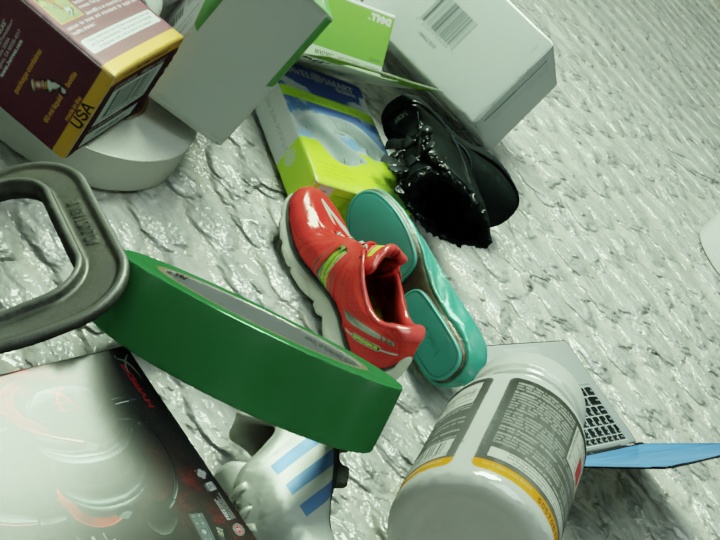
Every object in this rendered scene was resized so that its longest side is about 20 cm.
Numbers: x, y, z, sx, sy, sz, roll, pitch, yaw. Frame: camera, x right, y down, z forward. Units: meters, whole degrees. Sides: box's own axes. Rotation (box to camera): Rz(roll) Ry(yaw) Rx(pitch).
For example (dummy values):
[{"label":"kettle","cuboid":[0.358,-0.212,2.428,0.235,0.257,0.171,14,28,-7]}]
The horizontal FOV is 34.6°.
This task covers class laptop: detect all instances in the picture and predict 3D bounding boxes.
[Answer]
[{"label":"laptop","cuboid":[0.217,0.112,1.015,0.187,0.116,0.200,2,49,-48]}]

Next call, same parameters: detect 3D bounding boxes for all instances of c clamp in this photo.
[{"label":"c clamp","cuboid":[-0.226,0.001,0.683,0.171,0.027,0.200,-20,42,-9]}]

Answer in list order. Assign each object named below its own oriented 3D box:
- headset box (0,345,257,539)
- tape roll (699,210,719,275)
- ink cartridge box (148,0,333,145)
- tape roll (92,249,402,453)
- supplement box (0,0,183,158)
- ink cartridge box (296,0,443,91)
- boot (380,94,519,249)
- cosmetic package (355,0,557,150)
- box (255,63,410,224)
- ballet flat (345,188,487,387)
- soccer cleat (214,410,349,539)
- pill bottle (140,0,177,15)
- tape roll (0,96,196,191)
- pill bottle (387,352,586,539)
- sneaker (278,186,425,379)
[{"label":"headset box","cuboid":[-0.173,0.132,0.594,0.200,0.075,0.149,-11,57,-53]},{"label":"tape roll","cuboid":[0.572,-0.012,1.611,0.202,0.071,0.203,29,33,-21]},{"label":"ink cartridge box","cuboid":[-0.106,-0.219,0.981,0.084,0.145,0.200,36,22,-24]},{"label":"tape roll","cuboid":[-0.072,0.050,0.739,0.200,0.048,0.200,26,0,0]},{"label":"supplement box","cuboid":[-0.246,-0.190,0.839,0.200,0.086,0.110,40,31,-2]},{"label":"ink cartridge box","cuboid":[-0.025,-0.232,1.125,0.148,0.076,0.200,10,6,-41]},{"label":"boot","cuboid":[0.096,-0.076,1.118,0.198,0.073,0.163,40,19,-29]},{"label":"cosmetic package","cuboid":[0.110,-0.256,1.292,0.199,0.123,0.200,47,5,9]},{"label":"box","cuboid":[-0.035,-0.127,1.106,0.122,0.048,0.200,13,41,-39]},{"label":"ballet flat","cuboid":[0.049,0.019,1.006,0.070,0.067,0.200,21,36,-57]},{"label":"soccer cleat","cuboid":[-0.053,0.164,0.709,0.086,0.070,0.200,18,32,-15]},{"label":"pill bottle","cuboid":[-0.177,-0.292,0.961,0.116,0.116,0.200,32,59,-16]},{"label":"tape roll","cuboid":[-0.226,-0.148,0.929,0.203,0.037,0.203,28,33,-20]},{"label":"pill bottle","cuboid":[0.102,0.146,0.842,0.116,0.116,0.200,41,31,0]},{"label":"sneaker","cuboid":[0.000,0.000,0.945,0.077,0.085,0.200,8,44,-44]}]
